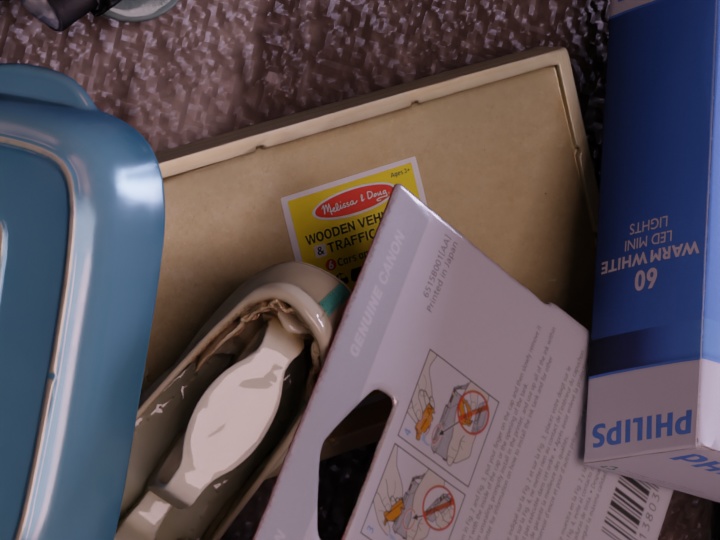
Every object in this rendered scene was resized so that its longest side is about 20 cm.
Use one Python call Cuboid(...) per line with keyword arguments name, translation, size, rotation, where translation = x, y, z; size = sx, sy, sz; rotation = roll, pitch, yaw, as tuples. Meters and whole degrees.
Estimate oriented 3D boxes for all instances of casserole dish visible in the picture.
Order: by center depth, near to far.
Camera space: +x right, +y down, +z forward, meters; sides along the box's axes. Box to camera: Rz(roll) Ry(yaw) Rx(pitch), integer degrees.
Cuboid(name="casserole dish", translation=(-0.134, 0.028, 0.790), size=(0.121, 0.039, 0.200), rotation=(10, 91, 19))

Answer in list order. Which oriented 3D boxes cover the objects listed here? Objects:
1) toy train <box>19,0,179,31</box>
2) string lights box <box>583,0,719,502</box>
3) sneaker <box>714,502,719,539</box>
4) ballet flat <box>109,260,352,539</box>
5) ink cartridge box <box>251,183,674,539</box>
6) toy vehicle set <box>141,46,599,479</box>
Cuboid(name="toy train", translation=(-0.054, -0.171, 0.824), size=(0.200, 0.085, 0.114), rotation=(-39, 99, -16))
Cuboid(name="string lights box", translation=(0.143, -0.017, 0.889), size=(0.103, 0.059, 0.200), rotation=(19, 69, -38))
Cuboid(name="sneaker", translation=(0.219, 0.060, 0.965), size=(0.121, 0.084, 0.200), rotation=(13, 89, -15))
Cuboid(name="ballet flat", translation=(-0.073, 0.079, 0.819), size=(0.069, 0.069, 0.200), rotation=(36, 97, -22))
Cuboid(name="ink cartridge box", translation=(0.026, 0.098, 0.835), size=(0.174, 0.044, 0.200), rotation=(37, 63, -31))
Cuboid(name="toy vehicle set", translation=(0.000, 0.000, 0.890), size=(0.200, 0.027, 0.124), rotation=(-17, 101, -21))
